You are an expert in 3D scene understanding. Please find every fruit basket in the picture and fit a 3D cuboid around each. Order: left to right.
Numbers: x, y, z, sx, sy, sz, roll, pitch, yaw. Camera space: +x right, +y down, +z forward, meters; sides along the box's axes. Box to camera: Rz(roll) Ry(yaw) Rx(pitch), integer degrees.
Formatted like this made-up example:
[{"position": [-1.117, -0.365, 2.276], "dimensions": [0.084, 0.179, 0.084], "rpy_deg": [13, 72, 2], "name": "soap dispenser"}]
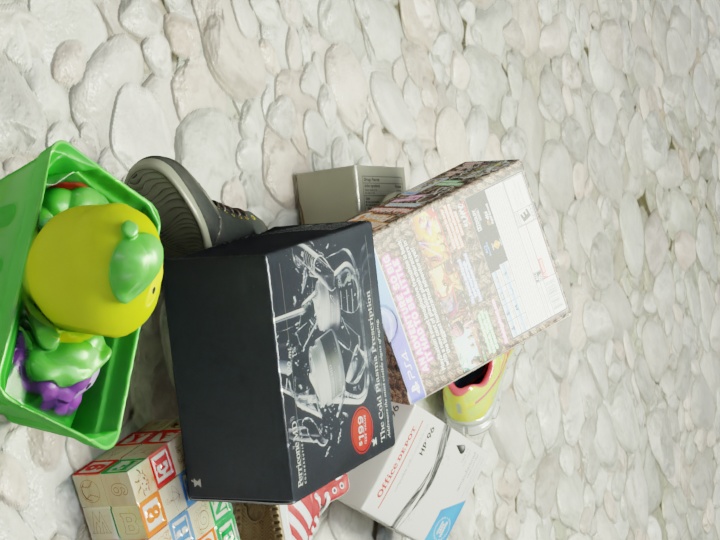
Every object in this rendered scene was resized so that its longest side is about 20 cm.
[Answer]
[{"position": [-0.197, 0.013, 1.238], "dimensions": [0.155, 0.214, 0.217], "rpy_deg": [38, 53, -49], "name": "fruit basket"}]

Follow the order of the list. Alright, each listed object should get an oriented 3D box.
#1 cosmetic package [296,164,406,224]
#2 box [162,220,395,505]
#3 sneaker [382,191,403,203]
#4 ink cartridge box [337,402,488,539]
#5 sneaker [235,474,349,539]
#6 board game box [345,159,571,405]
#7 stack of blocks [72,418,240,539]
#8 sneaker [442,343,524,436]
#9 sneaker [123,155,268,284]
[{"position": [0.000, 0.000, 1.687], "dimensions": [0.103, 0.073, 0.202], "rpy_deg": [-1, 85, -59], "name": "cosmetic package"}, {"position": [-0.064, 0.072, 1.415], "dimensions": [0.182, 0.103, 0.202], "rpy_deg": [-21, 106, -59], "name": "box"}, {"position": [0.094, -0.027, 1.699], "dimensions": [0.200, 0.084, 0.076], "rpy_deg": [32, 58, -52], "name": "sneaker"}, {"position": [0.033, 0.188, 1.673], "dimensions": [0.200, 0.068, 0.117], "rpy_deg": [36, 78, -50], "name": "ink cartridge box"}, {"position": [-0.063, 0.234, 1.540], "dimensions": [0.112, 0.071, 0.202], "rpy_deg": [17, 68, -53], "name": "sneaker"}, {"position": [0.073, 0.007, 1.595], "dimensions": [0.199, 0.097, 0.161], "rpy_deg": [-26, 104, -27], "name": "board game box"}, {"position": [-0.153, 0.235, 1.401], "dimensions": [0.115, 0.058, 0.202], "rpy_deg": [-33, 112, -57], "name": "stack of blocks"}, {"position": [0.133, 0.074, 1.870], "dimensions": [0.090, 0.077, 0.201], "rpy_deg": [66, 32, -56], "name": "sneaker"}, {"position": [-0.140, -0.042, 1.477], "dimensions": [0.107, 0.074, 0.201], "rpy_deg": [-72, 150, -42], "name": "sneaker"}]
